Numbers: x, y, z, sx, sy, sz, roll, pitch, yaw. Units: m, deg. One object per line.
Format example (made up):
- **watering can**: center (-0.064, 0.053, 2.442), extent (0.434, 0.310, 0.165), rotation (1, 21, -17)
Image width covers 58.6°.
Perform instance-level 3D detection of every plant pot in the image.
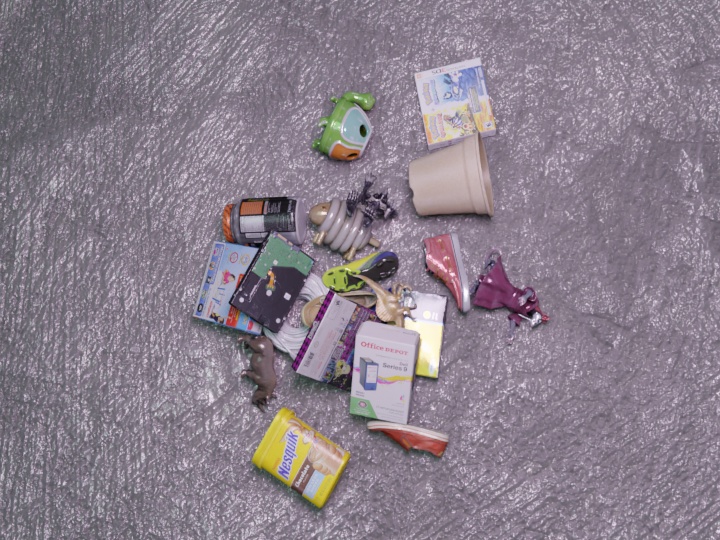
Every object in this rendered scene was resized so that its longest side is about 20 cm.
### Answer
- **plant pot**: center (0.216, -0.216, 1.553), extent (0.178, 0.200, 0.207), rotation (-10, 77, 17)

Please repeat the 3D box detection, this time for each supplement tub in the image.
- **supplement tub**: center (-0.242, -0.123, 1.627), extent (0.193, 0.123, 0.127), rotation (-1, 79, 9)

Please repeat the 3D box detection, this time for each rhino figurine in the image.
- **rhino figurine**: center (-0.246, 0.253, 1.572), extent (0.085, 0.060, 0.207), rotation (-1, 102, 15)

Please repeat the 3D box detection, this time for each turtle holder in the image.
- **turtle holder**: center (-0.034, -0.367, 1.650), extent (0.129, 0.142, 0.188), rotation (25, 43, -2)

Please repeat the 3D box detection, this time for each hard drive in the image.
- **hard drive**: center (-0.208, 0.026, 1.529), extent (0.138, 0.038, 0.204), rotation (34, 75, -22)

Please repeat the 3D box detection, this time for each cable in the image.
- **cable**: center (-0.153, 0.106, 1.598), extent (0.198, 0.069, 0.202), rotation (34, 85, 14)

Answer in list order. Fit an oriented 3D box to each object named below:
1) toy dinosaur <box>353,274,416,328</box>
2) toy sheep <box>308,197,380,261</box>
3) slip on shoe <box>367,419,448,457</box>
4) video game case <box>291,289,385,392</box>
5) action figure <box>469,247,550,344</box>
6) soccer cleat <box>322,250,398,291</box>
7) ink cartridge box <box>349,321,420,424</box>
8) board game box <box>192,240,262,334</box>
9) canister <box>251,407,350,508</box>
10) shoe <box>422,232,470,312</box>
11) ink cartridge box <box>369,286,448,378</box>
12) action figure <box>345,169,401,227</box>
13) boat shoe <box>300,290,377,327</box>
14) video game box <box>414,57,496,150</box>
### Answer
- **toy dinosaur**: center (0.073, 0.069, 1.523), extent (0.100, 0.058, 0.203), rotation (-33, 86, -15)
- **toy sheep**: center (-0.040, -0.104, 1.593), extent (0.196, 0.137, 0.141), rotation (27, 83, -17)
- **slip on shoe**: center (0.108, 0.391, 1.504), extent (0.194, 0.074, 0.063), rotation (13, 84, 6)
- **video game case**: center (-0.048, 0.169, 1.510), extent (0.036, 0.179, 0.204), rotation (29, 92, 52)
- **action figure**: center (0.361, 0.068, 1.529), extent (0.196, 0.135, 0.150), rotation (29, 41, 0)
- **soccer cleat**: center (0.001, 0.001, 1.590), extent (0.194, 0.084, 0.066), rotation (-15, 110, -1)
- **ink cartridge box**: center (0.056, 0.236, 1.490), extent (0.141, 0.088, 0.206), rotation (10, 107, 11)
- **board game box**: center (-0.311, 0.040, 1.605), extent (0.191, 0.056, 0.206), rotation (10, 80, 33)
- **canister**: center (-0.138, 0.444, 1.522), extent (0.197, 0.087, 0.151), rotation (30, 85, 11)
- **shoe**: center (0.206, 0.009, 1.553), extent (0.088, 0.072, 0.206), rotation (-8, 69, -1)
- **ink cartridge box**: center (0.106, 0.146, 1.563), extent (0.194, 0.047, 0.204), rotation (7, 81, 8)
- **action figure**: center (0.041, -0.172, 1.549), extent (0.118, 0.200, 0.103), rotation (35, 116, 8)
- **boat shoe**: center (-0.050, 0.087, 1.535), extent (0.196, 0.063, 0.075), rotation (-9, 84, -33)
- **video game box**: center (0.242, -0.430, 1.652), extent (0.177, 0.047, 0.206), rotation (-12, 77, 9)
